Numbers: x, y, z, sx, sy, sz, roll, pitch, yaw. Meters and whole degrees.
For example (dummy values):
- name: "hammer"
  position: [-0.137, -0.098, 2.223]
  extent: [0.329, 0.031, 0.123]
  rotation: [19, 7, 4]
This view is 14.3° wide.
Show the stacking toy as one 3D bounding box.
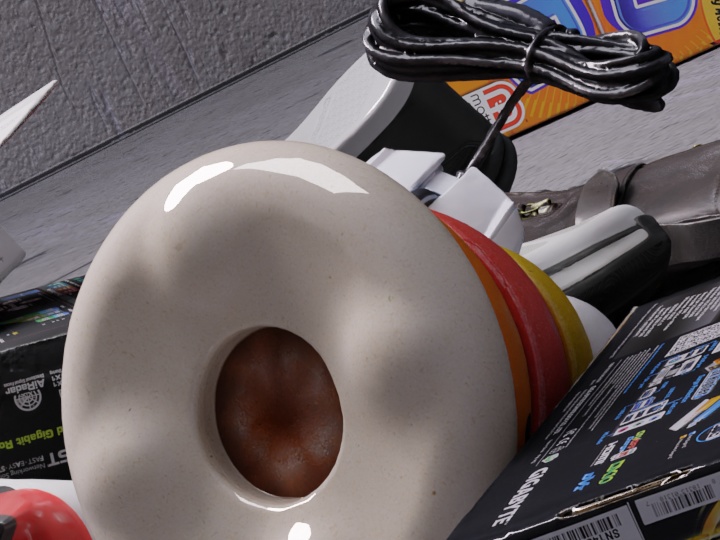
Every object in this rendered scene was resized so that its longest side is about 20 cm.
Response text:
- name: "stacking toy"
  position: [0.023, 0.032, 0.838]
  extent: [0.146, 0.147, 0.200]
  rotation: [-20, -6, 33]

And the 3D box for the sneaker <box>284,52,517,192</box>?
- name: "sneaker"
  position: [-0.007, -0.016, 1.330]
  extent: [0.200, 0.099, 0.071]
  rotation: [-42, 28, 35]

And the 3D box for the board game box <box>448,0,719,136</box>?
- name: "board game box"
  position: [0.119, -0.216, 1.744]
  extent: [0.199, 0.200, 0.200]
  rotation: [-24, 9, 9]

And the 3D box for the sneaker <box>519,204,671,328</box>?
- name: "sneaker"
  position: [0.000, 0.000, 0.989]
  extent: [0.200, 0.116, 0.076]
  rotation: [-26, -19, -3]

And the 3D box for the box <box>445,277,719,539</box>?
- name: "box"
  position: [0.138, 0.025, 0.711]
  extent: [0.198, 0.050, 0.200]
  rotation: [-21, 9, 25]

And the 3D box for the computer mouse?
- name: "computer mouse"
  position: [0.014, -0.005, 0.930]
  extent: [0.201, 0.109, 0.044]
  rotation: [-62, -26, -13]

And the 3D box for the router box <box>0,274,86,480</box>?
- name: "router box"
  position: [-0.109, 0.041, 1.195]
  extent: [0.149, 0.062, 0.200]
  rotation: [-14, 7, -13]

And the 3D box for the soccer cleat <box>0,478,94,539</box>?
- name: "soccer cleat"
  position: [-0.161, 0.112, 1.021]
  extent: [0.199, 0.069, 0.085]
  rotation: [-17, 2, 30]

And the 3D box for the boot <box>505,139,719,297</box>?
- name: "boot"
  position: [0.083, -0.014, 1.118]
  extent: [0.173, 0.069, 0.200]
  rotation: [-17, 14, 14]

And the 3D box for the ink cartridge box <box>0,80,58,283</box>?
- name: "ink cartridge box"
  position: [-0.216, 0.017, 1.211]
  extent: [0.200, 0.045, 0.176]
  rotation: [-29, 16, 38]
